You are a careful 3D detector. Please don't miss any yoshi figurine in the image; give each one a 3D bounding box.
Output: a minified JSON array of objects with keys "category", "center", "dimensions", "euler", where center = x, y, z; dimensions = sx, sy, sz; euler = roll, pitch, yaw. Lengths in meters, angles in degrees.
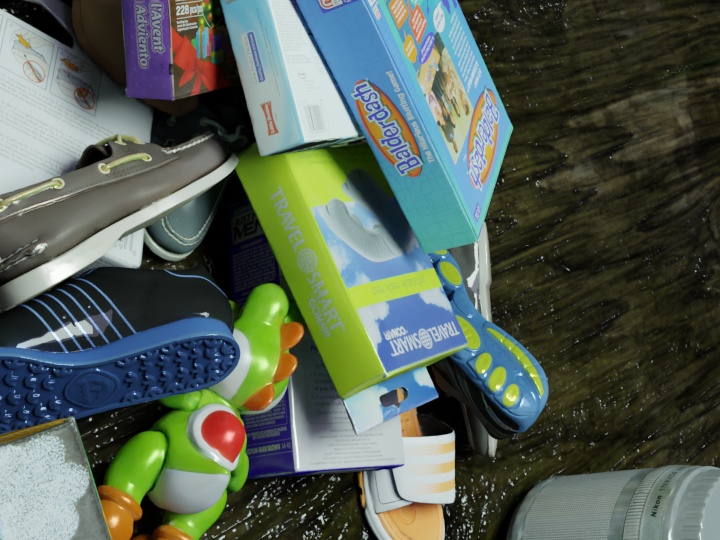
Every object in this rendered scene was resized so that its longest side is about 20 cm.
[{"category":"yoshi figurine","center":[-0.112,0.095,0.741],"dimensions":[0.111,0.113,0.201],"euler":[27,68,11]}]

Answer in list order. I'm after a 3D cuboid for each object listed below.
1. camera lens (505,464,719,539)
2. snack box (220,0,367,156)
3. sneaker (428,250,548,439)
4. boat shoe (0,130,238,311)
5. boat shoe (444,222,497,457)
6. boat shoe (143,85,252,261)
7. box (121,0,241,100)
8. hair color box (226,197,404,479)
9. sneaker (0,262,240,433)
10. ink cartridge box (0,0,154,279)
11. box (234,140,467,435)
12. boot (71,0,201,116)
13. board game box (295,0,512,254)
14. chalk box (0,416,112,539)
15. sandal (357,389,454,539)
[{"category":"camera lens","center":[0.231,0.247,0.937],"dimensions":[0.159,0.199,0.161],"euler":[14,69,-41]},{"category":"snack box","center":[-0.017,-0.143,0.757],"dimensions":[0.200,0.037,0.117],"euler":[-19,95,-62]},{"category":"sneaker","center":[0.065,0.052,0.892],"dimensions":[0.070,0.083,0.200],"euler":[-22,61,-33]},{"category":"boat shoe","center":[-0.148,-0.047,0.669],"dimensions":[0.200,0.072,0.060],"euler":[-40,102,-47]},{"category":"boat shoe","center":[0.086,0.058,0.963],"dimensions":[0.067,0.056,0.202],"euler":[39,48,-76]},{"category":"boat shoe","center":[-0.111,-0.105,0.801],"dimensions":[0.073,0.062,0.202],"euler":[29,59,-36]},{"category":"box","center":[-0.082,-0.193,0.734],"dimensions":[0.200,0.039,0.138],"euler":[-32,125,-58]},{"category":"hair color box","center":[-0.034,0.048,0.833],"dimensions":[0.109,0.065,0.202],"euler":[6,75,-43]},{"category":"sneaker","center":[-0.175,0.041,0.678],"dimensions":[0.198,0.071,0.078],"euler":[-6,44,-19]},{"category":"ink cartridge box","center":[-0.222,-0.103,0.706],"dimensions":[0.199,0.043,0.175],"euler":[27,48,-37]},{"category":"box","center":[0.000,0.000,0.775],"dimensions":[0.122,0.047,0.201],"euler":[-12,75,-57]},{"category":"boot","center":[-0.161,-0.219,0.769],"dimensions":[0.201,0.070,0.147],"euler":[56,23,-29]},{"category":"board game box","center":[0.038,-0.137,0.768],"dimensions":[0.201,0.045,0.153],"euler":[61,31,-27]},{"category":"chalk box","center":[-0.200,0.195,0.587],"dimensions":[0.124,0.123,0.202],"euler":[-16,91,-46]},{"category":"sandal","center":[0.036,0.123,0.881],"dimensions":[0.079,0.059,0.209],"euler":[-7,84,-45]}]
